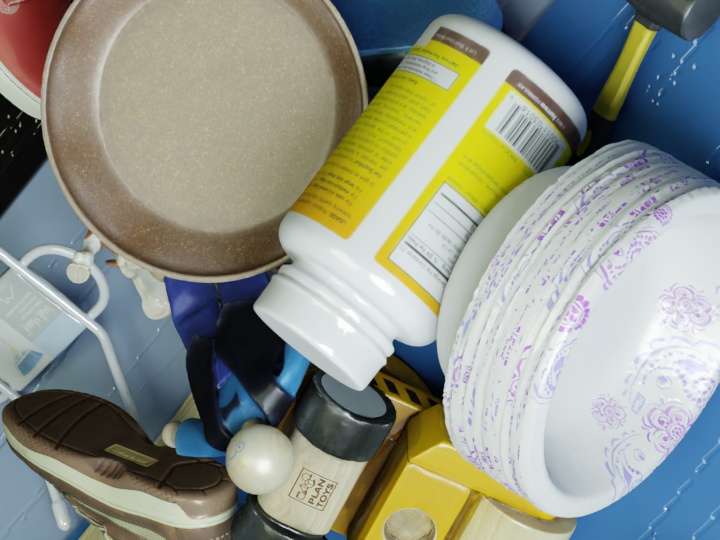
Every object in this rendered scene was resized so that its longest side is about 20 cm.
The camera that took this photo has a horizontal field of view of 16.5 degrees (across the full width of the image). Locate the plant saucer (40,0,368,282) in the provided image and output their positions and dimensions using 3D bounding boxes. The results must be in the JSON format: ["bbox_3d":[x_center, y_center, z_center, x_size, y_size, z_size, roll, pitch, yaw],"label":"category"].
[{"bbox_3d":[-0.088,-0.095,1.458,0.199,0.037,0.202,2,98,12],"label":"plant saucer"}]

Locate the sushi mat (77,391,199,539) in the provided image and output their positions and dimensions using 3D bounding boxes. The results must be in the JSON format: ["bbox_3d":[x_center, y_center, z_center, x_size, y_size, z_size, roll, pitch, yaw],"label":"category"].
[{"bbox_3d":[-0.150,0.155,1.644,0.012,0.096,0.200,30,119,-15],"label":"sushi mat"}]

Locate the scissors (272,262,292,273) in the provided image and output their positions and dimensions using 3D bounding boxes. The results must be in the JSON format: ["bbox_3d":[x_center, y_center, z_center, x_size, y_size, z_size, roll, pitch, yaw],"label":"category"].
[{"bbox_3d":[0.000,0.000,1.505,0.199,0.014,0.074,-22,68,19],"label":"scissors"}]

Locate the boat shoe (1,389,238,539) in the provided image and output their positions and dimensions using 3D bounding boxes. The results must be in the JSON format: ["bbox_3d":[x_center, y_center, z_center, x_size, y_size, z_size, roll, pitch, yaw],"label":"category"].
[{"bbox_3d":[-0.156,0.139,1.559,0.202,0.074,0.075,24,124,44],"label":"boat shoe"}]

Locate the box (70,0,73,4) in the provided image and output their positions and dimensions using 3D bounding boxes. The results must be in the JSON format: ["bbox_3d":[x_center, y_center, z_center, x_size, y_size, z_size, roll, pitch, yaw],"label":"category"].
[{"bbox_3d":[-0.133,-0.219,1.594,0.199,0.038,0.137,16,120,34],"label":"box"}]

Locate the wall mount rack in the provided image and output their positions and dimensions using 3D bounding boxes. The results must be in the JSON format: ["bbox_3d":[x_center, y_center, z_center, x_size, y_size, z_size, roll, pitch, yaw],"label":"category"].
[{"bbox_3d":[-0.222,0.075,1.680,0.174,0.075,0.200,40,135,-10],"label":"wall mount rack"}]

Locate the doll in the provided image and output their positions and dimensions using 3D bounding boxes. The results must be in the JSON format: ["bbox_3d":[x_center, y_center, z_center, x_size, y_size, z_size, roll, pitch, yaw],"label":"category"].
[{"bbox_3d":[-0.076,0.055,1.464,0.136,0.048,0.200,-45,41,22],"label":"doll"}]

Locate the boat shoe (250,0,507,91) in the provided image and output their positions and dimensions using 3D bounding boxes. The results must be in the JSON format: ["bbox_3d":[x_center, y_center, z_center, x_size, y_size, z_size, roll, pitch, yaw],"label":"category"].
[{"bbox_3d":[-0.007,-0.126,1.496,0.199,0.069,0.084,7,60,27],"label":"boat shoe"}]

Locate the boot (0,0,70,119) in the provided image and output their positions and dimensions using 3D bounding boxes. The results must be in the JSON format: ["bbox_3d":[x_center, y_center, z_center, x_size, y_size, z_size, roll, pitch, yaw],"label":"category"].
[{"bbox_3d":[-0.204,-0.206,1.586,0.144,0.072,0.201,-30,86,43],"label":"boot"}]

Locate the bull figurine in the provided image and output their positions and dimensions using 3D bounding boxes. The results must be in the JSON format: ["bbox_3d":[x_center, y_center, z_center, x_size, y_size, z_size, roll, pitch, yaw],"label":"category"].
[{"bbox_3d":[-0.137,-0.054,1.574,0.065,0.122,0.201,11,113,6],"label":"bull figurine"}]

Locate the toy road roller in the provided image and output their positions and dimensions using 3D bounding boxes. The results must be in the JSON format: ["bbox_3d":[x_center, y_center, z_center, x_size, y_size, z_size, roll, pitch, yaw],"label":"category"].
[{"bbox_3d":[0.024,0.121,1.505,0.199,0.146,0.123,25,113,-8],"label":"toy road roller"}]

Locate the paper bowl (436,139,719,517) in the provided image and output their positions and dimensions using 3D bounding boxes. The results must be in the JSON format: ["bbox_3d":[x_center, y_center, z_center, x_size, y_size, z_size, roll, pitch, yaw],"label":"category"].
[{"bbox_3d":[0.119,0.025,1.358,0.104,0.200,0.202,33,113,31],"label":"paper bowl"}]

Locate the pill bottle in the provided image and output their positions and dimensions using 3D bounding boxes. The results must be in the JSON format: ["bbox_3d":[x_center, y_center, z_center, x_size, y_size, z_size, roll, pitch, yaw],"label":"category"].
[{"bbox_3d":[0.030,-0.036,1.385,0.109,0.109,0.200,33,81,28],"label":"pill bottle"}]

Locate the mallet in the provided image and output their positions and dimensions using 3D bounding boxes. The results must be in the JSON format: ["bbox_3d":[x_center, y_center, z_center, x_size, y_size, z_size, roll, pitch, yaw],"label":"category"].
[{"bbox_3d":[0.150,-0.091,1.427,0.066,0.041,0.201,32,117,32],"label":"mallet"}]
